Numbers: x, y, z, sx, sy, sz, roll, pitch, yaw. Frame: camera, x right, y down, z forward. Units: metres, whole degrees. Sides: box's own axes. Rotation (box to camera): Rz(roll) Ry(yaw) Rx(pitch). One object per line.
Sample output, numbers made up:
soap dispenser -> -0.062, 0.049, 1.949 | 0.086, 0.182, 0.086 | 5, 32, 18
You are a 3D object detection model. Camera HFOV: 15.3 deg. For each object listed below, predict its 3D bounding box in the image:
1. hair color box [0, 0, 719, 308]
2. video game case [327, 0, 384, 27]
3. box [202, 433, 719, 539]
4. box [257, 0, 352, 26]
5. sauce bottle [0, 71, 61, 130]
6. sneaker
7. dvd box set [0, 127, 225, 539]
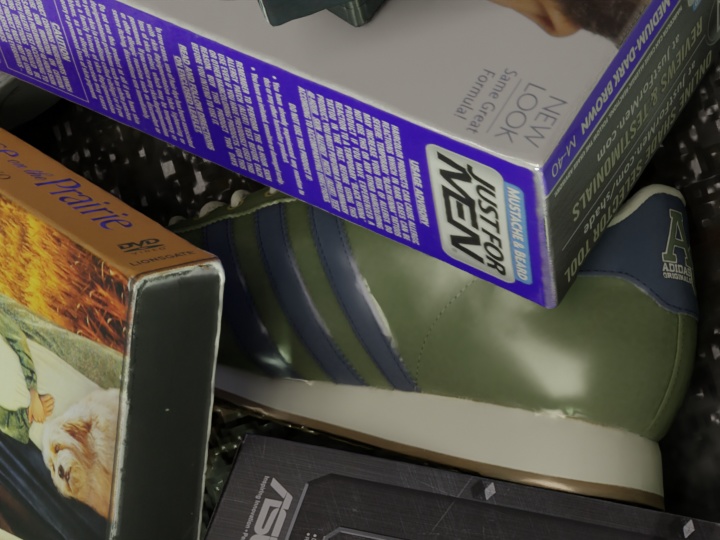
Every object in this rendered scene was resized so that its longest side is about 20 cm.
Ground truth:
hair color box -> -0.012, -0.082, 0.682 | 0.199, 0.065, 0.109 | 24, 62, 21
video game case -> -0.011, -0.182, 0.670 | 0.180, 0.026, 0.200 | 34, 75, 20
box -> 0.017, 0.144, 0.618 | 0.158, 0.048, 0.201 | 9, 58, 17
box -> 0.038, -0.189, 0.584 | 0.196, 0.124, 0.201 | -17, 67, 2
sauce bottle -> -0.147, -0.129, 0.771 | 0.065, 0.065, 0.200 | -40, 75, 22
sneaker -> 0.000, 0.000, 0.715 | 0.200, 0.067, 0.090 | 13, 85, 28
dvd box set -> -0.109, 0.032, 0.724 | 0.200, 0.029, 0.147 | 31, 121, 46
